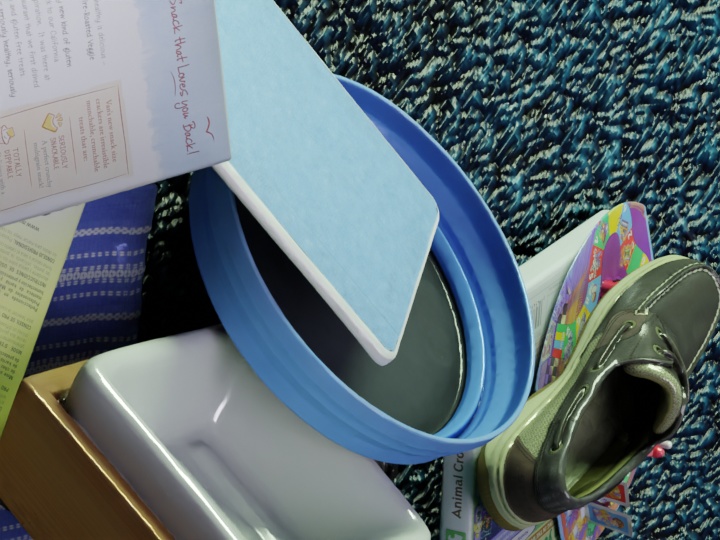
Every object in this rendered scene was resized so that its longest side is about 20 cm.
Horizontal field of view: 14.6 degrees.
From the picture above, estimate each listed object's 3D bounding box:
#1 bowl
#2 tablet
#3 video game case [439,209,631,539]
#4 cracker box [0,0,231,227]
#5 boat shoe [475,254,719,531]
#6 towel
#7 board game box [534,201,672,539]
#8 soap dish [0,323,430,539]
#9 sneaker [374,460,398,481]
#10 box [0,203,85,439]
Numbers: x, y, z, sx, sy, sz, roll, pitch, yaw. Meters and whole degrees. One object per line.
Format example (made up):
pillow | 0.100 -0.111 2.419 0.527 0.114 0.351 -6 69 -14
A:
bowl | 0.000 0.000 1.328 0.201 0.039 0.201 31 41 -32
tablet | -0.035 -0.062 1.270 0.200 0.014 0.130 51 31 -22
video game case | 0.095 0.079 1.517 0.200 0.022 0.182 -32 128 -58
cracker box | -0.156 -0.086 1.109 0.200 0.058 0.134 -17 119 -23
boat shoe | 0.140 0.064 1.460 0.201 0.066 0.072 -44 118 -34
towel | -0.156 0.053 1.281 0.145 0.024 0.200 -10 113 -43
board game box | 0.152 0.062 1.553 0.158 0.039 0.200 -57 148 -38
soap dish | -0.066 0.104 1.236 0.081 0.157 0.200 -45 169 19
sneaker | -0.004 0.075 1.395 0.200 0.098 0.071 -37 127 -33
box | -0.163 -0.023 1.196 0.075 0.050 0.200 27 77 -41
